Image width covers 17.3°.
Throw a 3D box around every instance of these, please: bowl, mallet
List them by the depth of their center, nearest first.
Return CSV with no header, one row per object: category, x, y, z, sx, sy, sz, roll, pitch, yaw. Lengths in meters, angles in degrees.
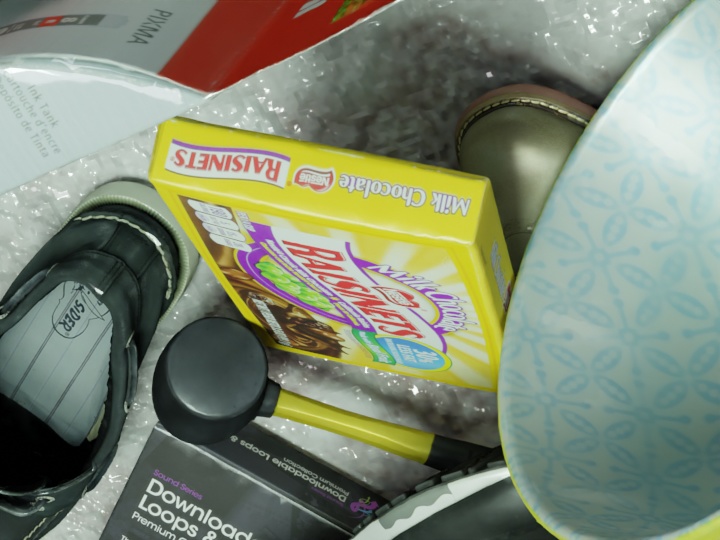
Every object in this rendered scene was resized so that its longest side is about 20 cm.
bowl,0.143,0.010,0.710,0.107,0.201,0.200,27,126,-25
mallet,0.019,0.061,0.862,0.198,0.041,0.066,16,165,2

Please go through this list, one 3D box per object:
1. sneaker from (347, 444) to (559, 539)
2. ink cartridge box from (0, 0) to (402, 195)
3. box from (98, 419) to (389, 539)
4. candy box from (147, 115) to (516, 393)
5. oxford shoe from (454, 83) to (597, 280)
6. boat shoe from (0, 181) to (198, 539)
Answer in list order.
sneaker,0.031,0.124,0.825,0.200,0.075,0.088,-40,74,46
ink cartridge box,-0.059,-0.091,0.741,0.199,0.162,0.050,-25,108,27
box,-0.050,0.158,0.956,0.142,0.036,0.201,29,124,0
candy box,0.000,0.000,0.780,0.101,0.027,0.200,9,166,11
oxford shoe,0.100,0.024,0.809,0.071,0.074,0.200,-35,103,33
boat shoe,-0.127,0.056,0.903,0.074,0.066,0.200,37,123,-6
